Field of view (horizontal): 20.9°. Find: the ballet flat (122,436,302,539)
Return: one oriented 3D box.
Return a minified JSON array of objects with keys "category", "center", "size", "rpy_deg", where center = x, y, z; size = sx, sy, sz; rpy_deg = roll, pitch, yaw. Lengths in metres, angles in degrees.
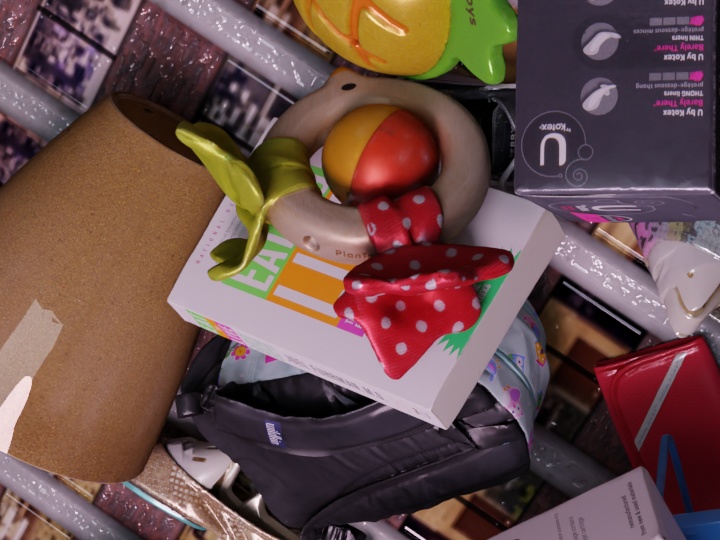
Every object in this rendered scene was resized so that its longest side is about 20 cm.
[{"category":"ballet flat","center":[-0.078,0.152,1.287],"size":[0.200,0.071,0.065],"rpy_deg":[34,101,0]}]

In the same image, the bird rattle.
[{"category":"bird rattle","center":[0.002,-0.046,1.059],"size":[0.200,0.163,0.113],"rpy_deg":[17,144,30]}]

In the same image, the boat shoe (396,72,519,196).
[{"category":"boat shoe","center":[0.095,-0.081,1.128],"size":[0.199,0.068,0.074],"rpy_deg":[11,112,17]}]

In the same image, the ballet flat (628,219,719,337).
[{"category":"ballet flat","center":[0.215,0.023,1.075],"size":[0.200,0.071,0.069],"rpy_deg":[36,155,11]}]

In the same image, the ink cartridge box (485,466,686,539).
[{"category":"ink cartridge box","center":[0.096,0.217,1.027],"size":[0.200,0.084,0.146],"rpy_deg":[-28,110,10]}]

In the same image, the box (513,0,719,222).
[{"category":"box","center":[0.144,-0.130,1.025],"size":[0.106,0.122,0.200],"rpy_deg":[0,84,19]}]

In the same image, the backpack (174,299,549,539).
[{"category":"backpack","center":[0.014,0.072,1.173],"size":[0.200,0.127,0.167],"rpy_deg":[-17,133,33]}]

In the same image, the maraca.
[{"category":"maraca","center":[0.026,-0.168,1.077],"size":[0.200,0.107,0.137],"rpy_deg":[26,136,56]}]

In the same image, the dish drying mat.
[{"category":"dish drying mat","center":[0.211,0.139,1.190],"size":[0.077,0.018,0.200],"rpy_deg":[-19,101,25]}]

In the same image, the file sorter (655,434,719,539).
[{"category":"file sorter","center":[0.272,0.155,1.096],"size":[0.200,0.123,0.139],"rpy_deg":[-10,116,18]}]

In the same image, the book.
[{"category":"book","center":[0.000,0.000,1.117],"size":[0.200,0.134,0.048],"rpy_deg":[19,159,36]}]

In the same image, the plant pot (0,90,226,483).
[{"category":"plant pot","center":[-0.163,-0.002,1.210],"size":[0.186,0.186,0.200],"rpy_deg":[35,104,6]}]
